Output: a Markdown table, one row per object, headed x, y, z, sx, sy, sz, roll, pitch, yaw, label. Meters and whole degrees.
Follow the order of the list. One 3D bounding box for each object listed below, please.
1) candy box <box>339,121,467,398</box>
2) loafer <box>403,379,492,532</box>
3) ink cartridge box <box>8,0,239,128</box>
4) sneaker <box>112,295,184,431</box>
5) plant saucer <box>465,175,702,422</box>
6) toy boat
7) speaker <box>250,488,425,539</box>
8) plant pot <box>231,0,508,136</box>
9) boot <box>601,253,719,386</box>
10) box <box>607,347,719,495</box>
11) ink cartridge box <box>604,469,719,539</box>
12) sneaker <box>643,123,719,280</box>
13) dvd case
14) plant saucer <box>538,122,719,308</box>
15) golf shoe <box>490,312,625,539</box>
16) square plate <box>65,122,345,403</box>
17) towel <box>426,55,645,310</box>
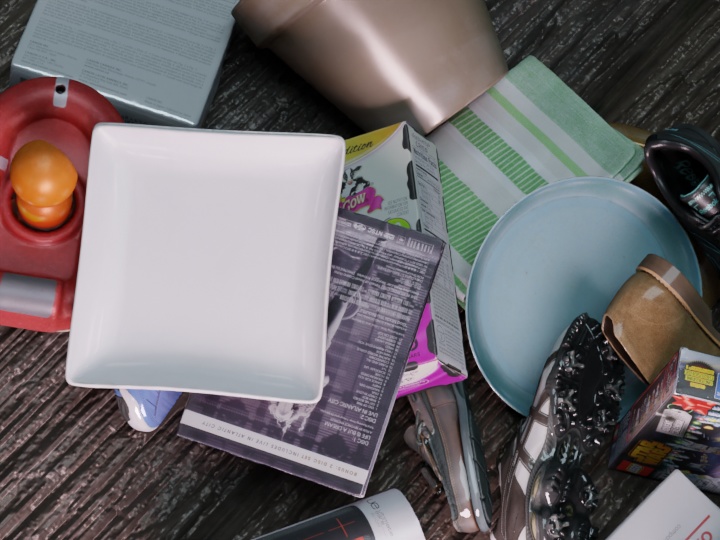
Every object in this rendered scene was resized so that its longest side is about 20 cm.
| x | y | z | sx | sy | sz | roll | pitch | yaw | label |
| --- | --- | --- | --- | --- | --- | --- | --- | --- | --- |
| 0.000 | 0.000 | 1.730 | 0.136 | 0.061 | 0.201 | -17 | 65 | 22 | candy box |
| 0.058 | 0.114 | 1.731 | 0.063 | 0.072 | 0.201 | -13 | 62 | 8 | loafer |
| -0.184 | -0.209 | 1.839 | 0.161 | 0.050 | 0.201 | 19 | 57 | 0 | ink cartridge box |
| -0.123 | 0.033 | 1.704 | 0.077 | 0.076 | 0.201 | 19 | 77 | 29 | sneaker |
| 0.174 | 0.025 | 1.759 | 0.199 | 0.027 | 0.201 | -2 | 97 | -15 | plant saucer |
| -0.243 | -0.060 | 1.712 | 0.130 | 0.131 | 0.201 | 8 | 66 | -6 | toy boat |
| -0.049 | 0.230 | 1.650 | 0.199 | 0.081 | 0.082 | -18 | 71 | -16 | speaker |
| 0.025 | -0.198 | 1.798 | 0.200 | 0.200 | 0.174 | -38 | 94 | -21 | plant pot |
| 0.262 | 0.082 | 1.740 | 0.075 | 0.074 | 0.200 | -47 | 110 | -11 | boot |
| 0.277 | 0.122 | 1.681 | 0.136 | 0.200 | 0.040 | 14 | 68 | -2 | box |
| 0.204 | 0.220 | 1.628 | 0.067 | 0.200 | 0.116 | 44 | 67 | 10 | ink cartridge box |
| 0.288 | -0.032 | 1.755 | 0.075 | 0.079 | 0.200 | -45 | 71 | 17 | sneaker |
| -0.036 | 0.051 | 1.661 | 0.148 | 0.016 | 0.201 | 17 | 84 | 10 | dvd case |
| 0.215 | -0.039 | 1.829 | 0.199 | 0.035 | 0.201 | 3 | 66 | -8 | plant saucer |
| 0.143 | 0.127 | 1.714 | 0.078 | 0.094 | 0.201 | 32 | 62 | -31 | golf shoe |
| -0.114 | -0.006 | 1.659 | 0.197 | 0.028 | 0.201 | 4 | 82 | 11 | square plate |
| 0.113 | -0.075 | 1.809 | 0.200 | 0.023 | 0.153 | -38 | 61 | -14 | towel |
